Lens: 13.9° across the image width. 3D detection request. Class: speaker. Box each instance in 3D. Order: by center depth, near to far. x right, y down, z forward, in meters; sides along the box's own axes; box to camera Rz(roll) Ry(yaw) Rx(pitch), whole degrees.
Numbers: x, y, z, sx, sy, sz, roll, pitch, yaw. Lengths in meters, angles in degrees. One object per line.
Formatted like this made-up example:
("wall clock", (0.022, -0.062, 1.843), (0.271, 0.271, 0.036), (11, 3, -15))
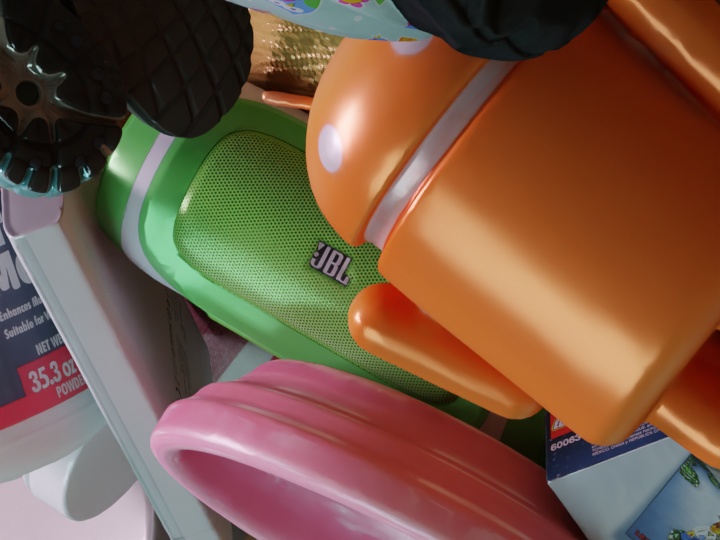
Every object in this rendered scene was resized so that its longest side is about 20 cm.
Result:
("speaker", (0.000, 0.000, 1.122), (0.200, 0.089, 0.089), (29, 155, 15))

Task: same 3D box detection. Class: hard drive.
("hard drive", (-0.100, 0.009, 1.204), (0.027, 0.132, 0.200), (-17, 133, 6))

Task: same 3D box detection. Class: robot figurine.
("robot figurine", (0.064, -0.022, 0.949), (0.200, 0.117, 0.144), (40, 155, 6))

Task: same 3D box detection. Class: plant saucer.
("plant saucer", (0.020, 0.090, 1.096), (0.200, 0.051, 0.201), (26, 167, 6))

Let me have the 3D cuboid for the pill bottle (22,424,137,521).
("pill bottle", (-0.185, 0.027, 1.366), (0.200, 0.112, 0.112), (34, 156, 19))

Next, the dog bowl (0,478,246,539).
("dog bowl", (-0.139, 0.141, 1.443), (0.200, 0.201, 0.059), (11, 171, 43))

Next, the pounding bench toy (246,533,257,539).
("pounding bench toy", (-0.067, 0.197, 1.512), (0.200, 0.124, 0.156), (9, 146, 46))

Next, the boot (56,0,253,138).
("boot", (-0.128, -0.135, 1.090), (0.200, 0.068, 0.131), (54, 156, -19))

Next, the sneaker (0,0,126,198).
("sneaker", (-0.172, -0.103, 1.036), (0.200, 0.078, 0.086), (53, 157, -13))

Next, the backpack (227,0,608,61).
("backpack", (-0.026, -0.146, 0.845), (0.200, 0.127, 0.167), (26, 157, 29))

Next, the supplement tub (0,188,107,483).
("supplement tub", (-0.192, -0.010, 1.217), (0.140, 0.140, 0.201), (-4, 106, 56))

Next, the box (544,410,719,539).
("box", (0.171, 0.103, 1.052), (0.136, 0.038, 0.200), (-23, 126, 19))

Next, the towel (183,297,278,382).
("towel", (-0.003, 0.072, 1.334), (0.200, 0.023, 0.144), (36, 156, -2))
